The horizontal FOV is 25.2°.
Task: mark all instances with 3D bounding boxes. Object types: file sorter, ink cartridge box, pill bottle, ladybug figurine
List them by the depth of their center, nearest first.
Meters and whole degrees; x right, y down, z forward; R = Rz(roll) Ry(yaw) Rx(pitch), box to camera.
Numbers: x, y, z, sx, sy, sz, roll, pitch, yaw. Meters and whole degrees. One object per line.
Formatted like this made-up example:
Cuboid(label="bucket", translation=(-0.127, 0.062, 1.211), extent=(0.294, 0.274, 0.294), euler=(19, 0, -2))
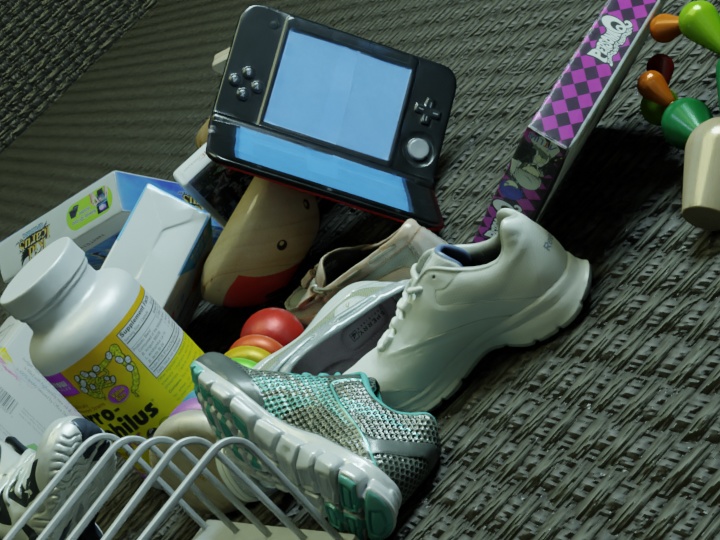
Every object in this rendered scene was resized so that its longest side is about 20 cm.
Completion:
Cuboid(label="file sorter", translation=(-0.124, 0.185, 1.017), extent=(0.139, 0.125, 0.199), euler=(-52, 22, -25))
Cuboid(label="pill bottle", translation=(-0.188, 0.071, 1.261), extent=(0.104, 0.200, 0.104), euler=(-36, 20, 15))
Cuboid(label="ladybug figurine", translation=(-0.084, -0.025, 1.404), extent=(0.136, 0.072, 0.200), euler=(-61, 5, -16))
Cuboid(label="ink cartridge box", translation=(-0.186, 0.017, 1.465), extent=(0.200, 0.067, 0.116), euler=(103, -167, -72))
Cuboid(label="ink cartridge box", translation=(-0.308, 0.113, 1.520), extent=(0.067, 0.117, 0.201), euler=(-25, 25, 44))

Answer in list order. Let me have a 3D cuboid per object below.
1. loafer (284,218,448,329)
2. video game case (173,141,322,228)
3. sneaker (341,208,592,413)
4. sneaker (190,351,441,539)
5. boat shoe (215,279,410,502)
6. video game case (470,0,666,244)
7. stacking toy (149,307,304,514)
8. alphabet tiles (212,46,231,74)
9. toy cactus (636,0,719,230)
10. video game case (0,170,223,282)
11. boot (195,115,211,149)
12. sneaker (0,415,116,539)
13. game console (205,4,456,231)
Cuboid(label="loafer", translation=(0.000, 0.000, 1.258), extent=(0.199, 0.063, 0.072), euler=(-16, 31, 51))
Cuboid(label="video game case", translation=(-0.067, -0.108, 1.481), extent=(0.182, 0.023, 0.200), euler=(-42, -24, -1))
Cuboid(label="sneaker", translation=(0.054, 0.029, 1.064), extent=(0.199, 0.087, 0.075), euler=(-36, 22, 19))
Cuboid(label="sneaker", translation=(-0.028, 0.098, 1.043), extent=(0.199, 0.078, 0.091), euler=(29, 55, 36))
Cuboid(label="boat shoe", translation=(-0.026, 0.079, 1.134), extent=(0.202, 0.075, 0.065), euler=(-46, 15, -31))
Cuboid(label="video game case", translation=(0.143, -0.101, 1.118), extent=(0.201, 0.036, 0.182), euler=(-56, -8, -34))
Cuboid(label="stacking toy", translation=(-0.086, 0.094, 1.222), extent=(0.085, 0.086, 0.200), euler=(-30, 16, 30))
Cuboid(label="alphabet tiles", translation=(-0.036, -0.178, 1.526), extent=(0.195, 0.199, 0.015), euler=(-13, 65, 54))
Cuboid(label="toy cactus", translation=(0.239, -0.101, 1.015), extent=(0.199, 0.102, 0.166), euler=(-10, 56, 52))
Cuboid(label="video game case", translation=(-0.223, -0.029, 1.584), extent=(0.180, 0.199, 0.046), euler=(-26, 68, 35))
Cuboid(label="boot", translation=(-0.115, -0.196, 1.852), extent=(0.176, 0.066, 0.200), euler=(-58, 13, -8))
Cuboid(label="sneaker", translation=(-0.250, 0.155, 1.177), extent=(0.080, 0.129, 0.200), euler=(-52, -18, -32))
Cuboid(label="game console", translation=(-0.017, -0.128, 1.317), extent=(0.119, 0.198, 0.174), euler=(143, 143, -74))
